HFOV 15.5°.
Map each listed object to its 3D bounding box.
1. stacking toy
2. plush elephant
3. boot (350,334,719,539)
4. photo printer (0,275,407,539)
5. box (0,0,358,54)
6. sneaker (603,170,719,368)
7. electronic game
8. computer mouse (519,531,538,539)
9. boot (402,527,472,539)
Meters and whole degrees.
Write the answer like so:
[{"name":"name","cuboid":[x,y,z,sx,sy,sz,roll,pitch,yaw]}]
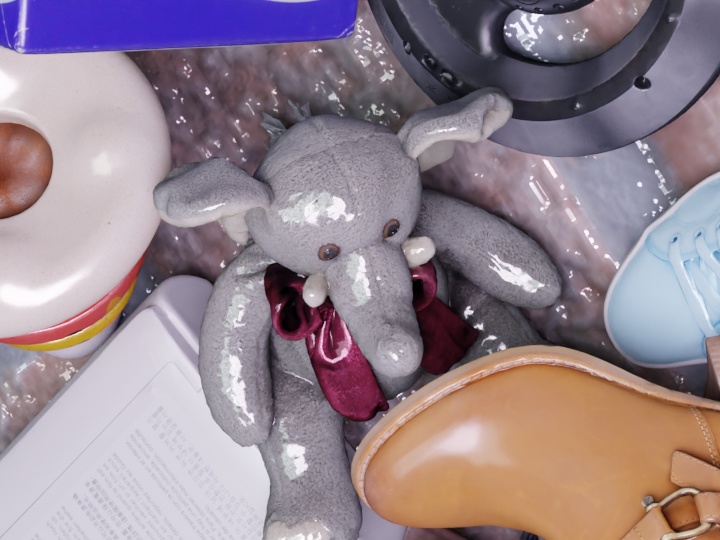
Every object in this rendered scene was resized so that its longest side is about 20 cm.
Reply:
[{"name":"stacking toy","cuboid":[-0.140,-0.013,1.179,0.145,0.200,0.147,-2,69,7]},{"name":"plush elephant","cuboid":[0.000,0.000,1.098,0.164,0.155,0.201,-22,76,-2]},{"name":"boot","cuboid":[0.099,0.106,1.013,0.199,0.156,0.077,-7,134,0]},{"name":"photo printer","cuboid":[-0.094,0.126,1.235,0.167,0.069,0.200,49,118,10]},{"name":"box","cuboid":[-0.086,-0.197,1.086,0.105,0.183,0.201,24,113,44]},{"name":"sneaker","cuboid":[0.170,-0.016,1.059,0.200,0.082,0.074,-33,83,29]},{"name":"electronic game","cuboid":[0.077,-0.146,1.100,0.199,0.042,0.201,12,110,34]},{"name":"computer mouse","cuboid":[0.158,0.119,1.126,0.199,0.034,0.059,5,131,32]},{"name":"boot","cuboid":[0.085,0.149,1.129,0.166,0.072,0.201,31,129,23]}]
